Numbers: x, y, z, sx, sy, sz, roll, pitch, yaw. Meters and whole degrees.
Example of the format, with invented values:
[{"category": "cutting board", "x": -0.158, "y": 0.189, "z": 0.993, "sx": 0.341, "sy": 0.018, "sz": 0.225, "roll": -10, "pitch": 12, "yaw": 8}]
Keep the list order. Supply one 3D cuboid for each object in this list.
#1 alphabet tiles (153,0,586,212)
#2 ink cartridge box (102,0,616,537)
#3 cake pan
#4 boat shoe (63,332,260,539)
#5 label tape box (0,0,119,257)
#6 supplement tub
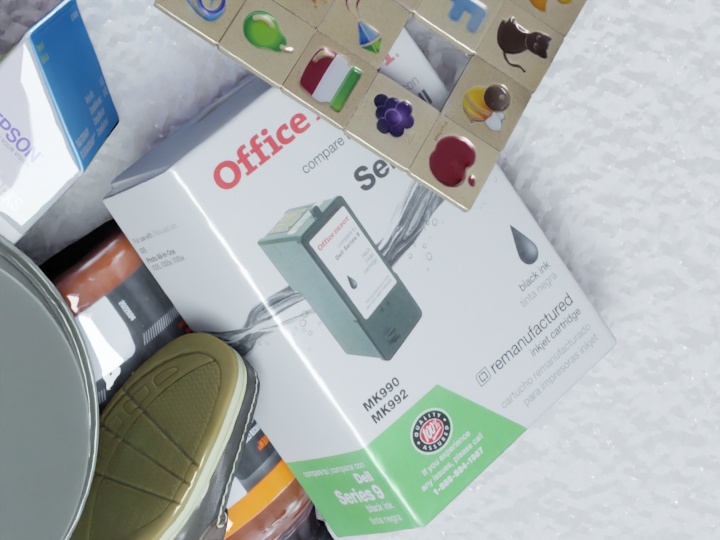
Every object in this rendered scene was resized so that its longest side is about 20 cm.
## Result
[{"category": "alphabet tiles", "x": 0.025, "y": -0.151, "z": 1.042, "sx": 0.167, "sy": 0.008, "sz": 0.201, "roll": 33, "pitch": 68, "yaw": -7}, {"category": "ink cartridge box", "x": 0.000, "y": 0.000, "z": 1.060, "sx": 0.146, "sy": 0.084, "sz": 0.200, "roll": -41, "pitch": 102, "yaw": -27}, {"category": "cake pan", "x": -0.200, "y": 0.071, "z": 0.955, "sx": 0.199, "sy": 0.037, "sz": 0.201, "roll": -3, "pitch": 97, "yaw": -24}, {"category": "boat shoe", "x": -0.096, "y": 0.125, "z": 1.026, "sx": 0.066, "sy": 0.072, "sz": 0.202, "roll": 24, "pitch": 93, "yaw": -48}, {"category": "label tape box", "x": -0.162, "y": -0.053, "z": 1.050, "sx": 0.200, "sy": 0.143, "sz": 0.066, "roll": -42, "pitch": 99, "yaw": 9}, {"category": "supplement tub", "x": -0.091, "y": 0.080, "z": 1.099, "sx": 0.107, "sy": 0.107, "sz": 0.200, "roll": -34, "pitch": 100, "yaw": 8}]
